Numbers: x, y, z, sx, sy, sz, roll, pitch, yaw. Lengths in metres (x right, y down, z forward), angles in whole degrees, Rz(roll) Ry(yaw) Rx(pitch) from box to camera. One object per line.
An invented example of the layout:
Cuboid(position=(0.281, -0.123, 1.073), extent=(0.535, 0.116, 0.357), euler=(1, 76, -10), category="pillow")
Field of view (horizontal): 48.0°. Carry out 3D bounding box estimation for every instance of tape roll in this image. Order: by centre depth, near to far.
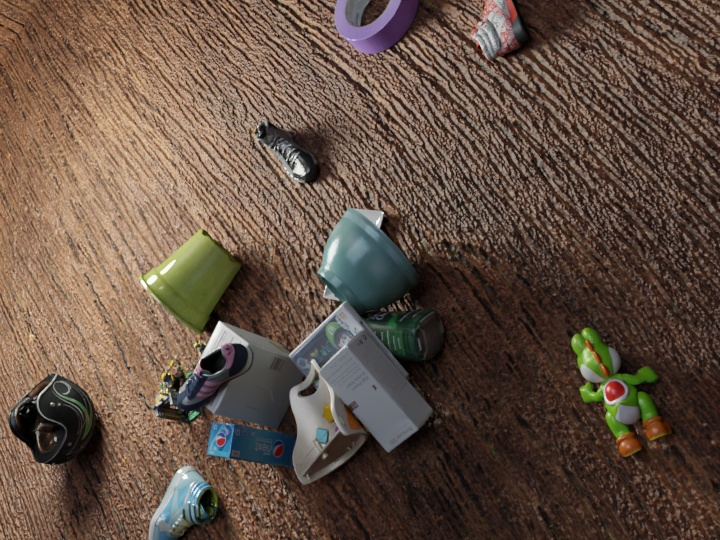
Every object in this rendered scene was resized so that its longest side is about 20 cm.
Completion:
Cuboid(position=(0.035, -0.608, 1.868), extent=(0.197, 0.065, 0.205), euler=(-15, 65, 33), category="tape roll")

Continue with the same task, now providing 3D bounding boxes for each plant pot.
Cuboid(position=(0.000, 0.000, 1.566), extent=(0.134, 0.201, 0.200), euler=(-45, 50, -7), category="plant pot")
Cuboid(position=(-0.385, 0.013, 1.901), extent=(0.185, 0.200, 0.200), euler=(-48, 51, -2), category="plant pot")

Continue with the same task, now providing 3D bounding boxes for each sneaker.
Cuboid(position=(-0.300, 0.199, 1.559), extent=(0.199, 0.081, 0.071), euler=(-40, 56, 19), category="sneaker")
Cuboid(position=(0.268, -0.526, 1.658), extent=(0.106, 0.067, 0.205), euler=(-26, 62, 24), category="sneaker")
Cuboid(position=(-0.382, 0.544, 1.762), extent=(0.129, 0.079, 0.204), euler=(18, 86, 41), category="sneaker")
Cuboid(position=(-0.187, -0.283, 1.886), extent=(0.076, 0.115, 0.200), euler=(-52, 51, 9), category="sneaker")

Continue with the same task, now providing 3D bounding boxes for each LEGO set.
Cuboid(position=(-0.406, 0.253, 1.858), extent=(0.198, 0.115, 0.157), euler=(-30, 58, 25), category="LEGO set")

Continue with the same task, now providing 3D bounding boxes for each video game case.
Cuboid(position=(-0.027, 0.182, 1.556), extent=(0.182, 0.023, 0.200), euler=(49, 129, 2), category="video game case")

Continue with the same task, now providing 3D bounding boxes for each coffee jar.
Cuboid(position=(0.055, 0.124, 1.559), extent=(0.196, 0.104, 0.087), euler=(-3, 106, 36), category="coffee jar")

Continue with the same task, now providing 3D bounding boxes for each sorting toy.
Cuboid(position=(-0.074, 0.276, 1.559), extent=(0.182, 0.105, 0.201), euler=(58, 136, 23), category="sorting toy")

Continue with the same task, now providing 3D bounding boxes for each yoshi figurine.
Cuboid(position=(0.408, 0.187, 1.294), extent=(0.203, 0.110, 0.112), euler=(63, 154, 19), category="yoshi figurine")

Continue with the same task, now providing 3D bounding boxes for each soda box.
Cuboid(position=(-0.211, 0.351, 1.621), extent=(0.067, 0.199, 0.066), euler=(-4, 71, 36), category="soda box")

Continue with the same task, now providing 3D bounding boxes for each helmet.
Cuboid(position=(-0.765, 0.381, 2.042), extent=(0.198, 0.192, 0.201), euler=(-33, 18, 12), category="helmet")

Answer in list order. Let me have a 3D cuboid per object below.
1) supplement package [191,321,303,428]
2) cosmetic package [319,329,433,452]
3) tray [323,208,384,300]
Cuboid(position=(-0.232, 0.220, 1.684), extent=(0.110, 0.199, 0.158), euler=(27, 90, 39), category="supplement package")
Cuboid(position=(0.028, 0.221, 1.484), extent=(0.201, 0.074, 0.102), euler=(48, 128, 3), category="cosmetic package")
Cuboid(position=(-0.010, -0.030, 1.720), extent=(0.106, 0.022, 0.205), euler=(8, 79, 40), category="tray")
